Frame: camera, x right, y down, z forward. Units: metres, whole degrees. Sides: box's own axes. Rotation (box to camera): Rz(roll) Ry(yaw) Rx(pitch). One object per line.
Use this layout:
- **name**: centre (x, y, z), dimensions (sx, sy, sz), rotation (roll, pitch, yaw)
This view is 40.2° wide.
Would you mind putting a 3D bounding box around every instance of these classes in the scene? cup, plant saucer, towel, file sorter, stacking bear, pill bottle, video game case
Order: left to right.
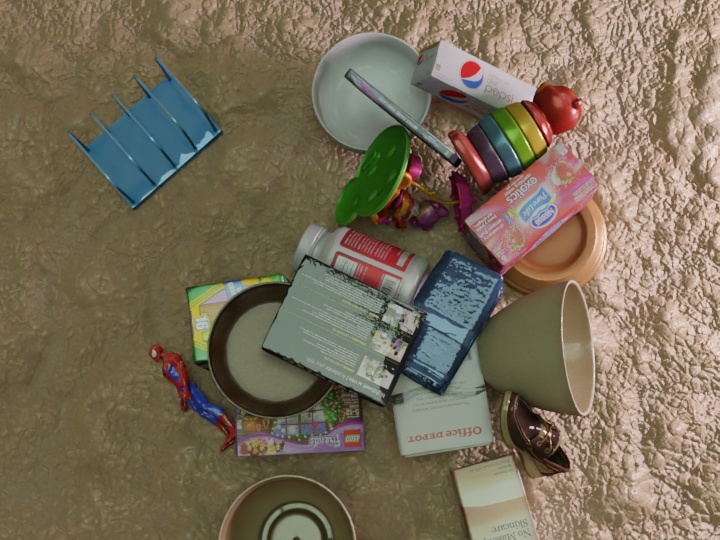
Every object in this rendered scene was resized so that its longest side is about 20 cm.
- **file sorter**: centre (-0.354, -0.229, 1.612), dimensions (0.200, 0.123, 0.139), rotation (-42, 80, -5)
- **plant saucer**: centre (-0.124, 0.118, 1.446), dimensions (0.199, 0.037, 0.202), rotation (1, 78, -5)
- **pill bottle**: centre (0.000, 0.000, 1.548), dimensions (0.199, 0.112, 0.113), rotation (23, 81, 10)
- **video game case**: centre (0.068, -0.228, 1.493), dimensions (0.200, 0.143, 0.019), rotation (41, 97, 7)
- **towel**: centre (0.126, 0.076, 1.476), dimensions (0.111, 0.049, 0.201), rotation (30, 80, 11)
- **stacking bear**: centre (0.248, -0.216, 1.520), dimensions (0.199, 0.121, 0.114), rotation (-32, 94, 7)
- **cup**: centre (0.262, 0.121, 1.485), dimensions (0.142, 0.200, 0.202), rotation (-6, 78, 26)
- **plant saucer**: centre (0.298, -0.057, 1.580), dimensions (0.199, 0.037, 0.201), rotation (-1, 78, 4)

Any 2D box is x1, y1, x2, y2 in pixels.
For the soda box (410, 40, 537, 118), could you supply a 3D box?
- **soda box**: centre (0.184, -0.294, 1.572), dimensions (0.199, 0.068, 0.064), rotation (20, 79, -25)

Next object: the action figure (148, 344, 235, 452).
- **action figure**: centre (-0.268, 0.195, 1.552), dimensions (0.052, 0.065, 0.200), rotation (-34, 78, -24)

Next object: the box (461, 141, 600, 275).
- **box**: centre (0.260, -0.092, 1.520), dimensions (0.200, 0.100, 0.096), rotation (-39, 79, -5)

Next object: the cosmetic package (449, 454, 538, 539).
- **cosmetic package**: centre (0.208, 0.385, 1.473), dimensions (0.103, 0.087, 0.201), rotation (-16, 78, 0)

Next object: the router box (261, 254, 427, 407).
- **router box**: centre (-0.024, 0.087, 1.418), dimensions (0.199, 0.051, 0.150), rotation (26, 79, 0)

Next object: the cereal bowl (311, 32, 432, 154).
- **cereal bowl**: centre (0.019, -0.282, 1.617), dimensions (0.199, 0.083, 0.201), rotation (0, 80, 2)

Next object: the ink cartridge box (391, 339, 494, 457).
- **ink cartridge box**: centre (0.118, 0.181, 1.519), dimensions (0.144, 0.084, 0.201), rotation (-8, 77, 2)

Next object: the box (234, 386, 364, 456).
- **box**: centre (-0.096, 0.215, 1.526), dimensions (0.199, 0.039, 0.138), rotation (-1, 79, -12)

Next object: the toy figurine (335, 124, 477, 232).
- **toy figurine**: centre (0.088, -0.109, 1.552), dimensions (0.183, 0.200, 0.151), rotation (23, 46, -26)

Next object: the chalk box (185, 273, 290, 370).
- **chalk box**: centre (-0.159, 0.079, 1.539), dimensions (0.199, 0.124, 0.125), rotation (-9, 78, 1)

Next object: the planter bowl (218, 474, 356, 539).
- **planter bowl**: centre (-0.100, 0.406, 1.464), dimensions (0.199, 0.135, 0.202), rotation (-1, 79, 4)

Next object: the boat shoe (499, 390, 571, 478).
- **boat shoe**: centre (0.261, 0.242, 1.444), dimensions (0.072, 0.200, 0.072), rotation (-4, 46, 29)
